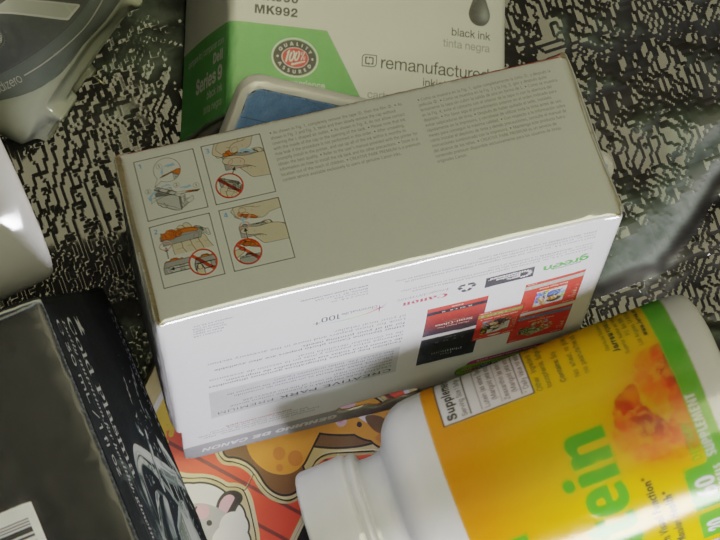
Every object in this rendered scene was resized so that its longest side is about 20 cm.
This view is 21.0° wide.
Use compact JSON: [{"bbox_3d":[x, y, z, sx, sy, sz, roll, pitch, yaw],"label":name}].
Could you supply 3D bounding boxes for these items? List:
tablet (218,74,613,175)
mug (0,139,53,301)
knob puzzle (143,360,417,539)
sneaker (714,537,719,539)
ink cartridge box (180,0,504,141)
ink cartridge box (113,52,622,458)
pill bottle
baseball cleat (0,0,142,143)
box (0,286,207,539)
[{"bbox_3d":[0.014,-0.020,0.942,0.200,0.014,0.130,11,120,-23],"label":"tablet"},{"bbox_3d":[-0.246,-0.049,0.781,0.175,0.148,0.200,-27,99,-12],"label":"mug"},{"bbox_3d":[-0.027,0.120,0.952,0.219,0.030,0.220,3,82,-20],"label":"knob puzzle"},{"bbox_3d":[0.143,0.118,0.968,0.073,0.071,0.200,8,60,-44],"label":"sneaker"},{"bbox_3d":[-0.008,-0.159,0.966,0.146,0.084,0.201,4,81,-20],"label":"ink cartridge box"},{"bbox_3d":[0.000,0.000,0.873,0.199,0.176,0.084,-13,67,-8],"label":"ink cartridge box"},{"bbox_3d":[0.077,0.096,0.892,0.200,0.111,0.111,-22,91,3],"label":"pill bottle"},{"bbox_3d":[-0.142,-0.139,0.866,0.106,0.200,0.070,32,36,-10],"label":"baseball cleat"},{"bbox_3d":[-0.136,0.120,0.811,0.124,0.197,0.200,-22,91,-2],"label":"box"}]
